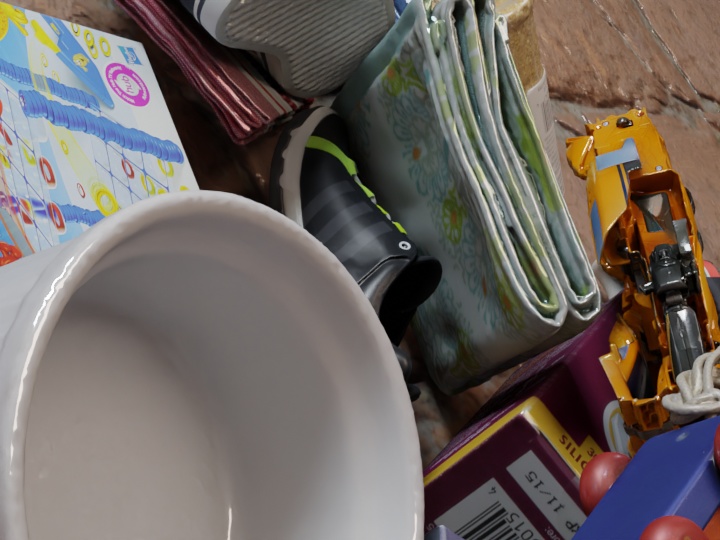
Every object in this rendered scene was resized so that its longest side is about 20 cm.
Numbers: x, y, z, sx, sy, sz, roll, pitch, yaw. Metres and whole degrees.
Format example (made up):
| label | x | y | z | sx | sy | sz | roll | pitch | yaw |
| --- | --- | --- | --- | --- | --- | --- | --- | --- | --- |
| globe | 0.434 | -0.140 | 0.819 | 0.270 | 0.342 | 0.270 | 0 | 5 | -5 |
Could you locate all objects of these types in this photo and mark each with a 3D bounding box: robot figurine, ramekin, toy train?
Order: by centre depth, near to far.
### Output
| label | x | y | z | sx | sy | sz | roll | pitch | yaw |
| --- | --- | --- | --- | --- | --- | --- | --- | --- | --- |
| ramekin | -0.075 | 0.078 | 0.620 | 0.200 | 0.098 | 0.201 | 14 | 71 | -48 |
| toy train | 0.147 | 0.111 | 0.691 | 0.116 | 0.085 | 0.200 | 57 | 44 | -9 |
| robot figurine | 0.143 | 0.024 | 0.846 | 0.200 | 0.058 | 0.145 | -92 | 164 | -47 |

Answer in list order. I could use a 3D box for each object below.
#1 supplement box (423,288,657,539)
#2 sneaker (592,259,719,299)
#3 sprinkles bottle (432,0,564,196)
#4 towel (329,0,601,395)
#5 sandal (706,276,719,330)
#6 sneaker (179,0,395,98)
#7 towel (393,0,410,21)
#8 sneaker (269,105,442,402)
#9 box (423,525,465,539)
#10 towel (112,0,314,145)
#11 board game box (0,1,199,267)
| label | x | y | z | sx | sy | sz | roll | pitch | yaw |
| --- | --- | --- | --- | --- | --- | --- | --- | --- | --- |
| supplement box | 0.119 | 0.111 | 0.905 | 0.131 | 0.103 | 0.200 | 49 | 29 | 1 |
| sneaker | 0.193 | 0.066 | 1.111 | 0.093 | 0.070 | 0.200 | 14 | 45 | -22 |
| sprinkles bottle | 0.077 | -0.061 | 0.977 | 0.068 | 0.068 | 0.200 | -75 | 156 | -55 |
| towel | 0.045 | -0.033 | 0.879 | 0.048 | 0.200 | 0.171 | -16 | 82 | -16 |
| sandal | 0.205 | 0.069 | 0.870 | 0.043 | 0.076 | 0.200 | 0 | 38 | -5 |
| sneaker | -0.043 | -0.145 | 0.881 | 0.079 | 0.078 | 0.200 | 49 | 8 | 15 |
| towel | 0.013 | -0.145 | 1.076 | 0.200 | 0.048 | 0.112 | 62 | -4 | 20 |
| sneaker | 0.000 | 0.000 | 0.871 | 0.072 | 0.083 | 0.200 | 76 | 11 | -50 |
| box | 0.062 | 0.239 | 0.665 | 0.198 | 0.123 | 0.200 | 34 | 33 | -24 |
| towel | -0.087 | -0.131 | 0.925 | 0.144 | 0.023 | 0.200 | 48 | 10 | -2 |
| board game box | -0.150 | -0.025 | 0.737 | 0.196 | 0.056 | 0.200 | 10 | 48 | -49 |
